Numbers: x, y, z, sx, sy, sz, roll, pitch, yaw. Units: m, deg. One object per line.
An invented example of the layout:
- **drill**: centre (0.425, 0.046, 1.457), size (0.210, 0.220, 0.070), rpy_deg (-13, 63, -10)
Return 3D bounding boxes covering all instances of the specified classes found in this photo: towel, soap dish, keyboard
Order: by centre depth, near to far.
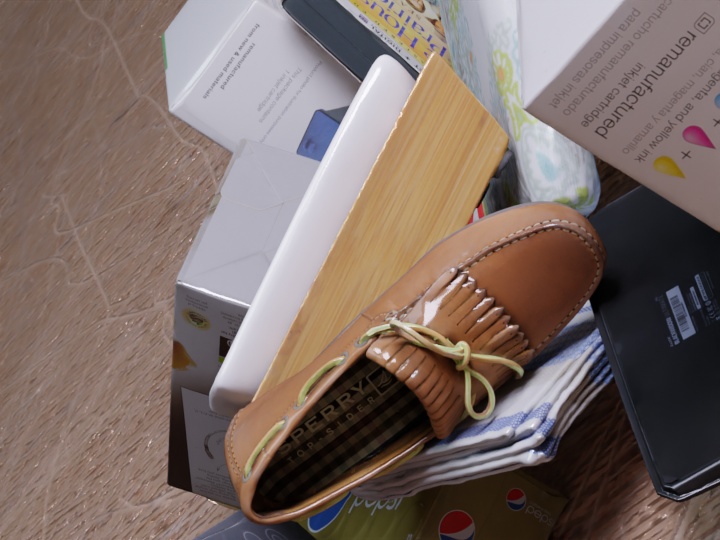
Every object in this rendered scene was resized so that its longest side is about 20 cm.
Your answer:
- **keyboard**: centre (0.164, 0.011, 1.191), size (0.127, 0.021, 0.200), rpy_deg (-30, 35, 13)
- **towel**: centre (0.089, 0.035, 1.294), size (0.147, 0.024, 0.200), rpy_deg (-19, 22, 51)
- **soap dish**: centre (0.000, 0.000, 1.361), size (0.201, 0.081, 0.157), rpy_deg (-63, 0, -8)
- **towel**: centre (0.082, -0.098, 1.407), size (0.200, 0.048, 0.172), rpy_deg (102, 155, -80)

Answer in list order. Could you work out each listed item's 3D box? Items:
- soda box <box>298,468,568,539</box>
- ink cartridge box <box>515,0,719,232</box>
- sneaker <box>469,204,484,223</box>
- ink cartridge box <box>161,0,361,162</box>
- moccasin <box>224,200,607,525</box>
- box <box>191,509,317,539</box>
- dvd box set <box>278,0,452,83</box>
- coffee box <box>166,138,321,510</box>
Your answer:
- **soda box**: centre (0.025, 0.126, 1.386), size (0.068, 0.064, 0.200), rpy_deg (-62, 19, -13)
- **ink cartridge box**: centre (0.183, -0.101, 1.098), size (0.147, 0.199, 0.145), rpy_deg (-48, 23, 30)
- **sneaker**: centre (0.029, 0.022, 1.507), size (0.201, 0.085, 0.077), rpy_deg (-62, 18, -8)
- **ink cartridge box**: centre (-0.012, -0.095, 1.622), size (0.088, 0.200, 0.145), rpy_deg (-51, 18, 14)
- **moccasin**: centre (0.024, 0.043, 1.224), size (0.201, 0.074, 0.078), rpy_deg (-32, 22, 7)
- **box**: centre (-0.076, 0.231, 1.348), size (0.200, 0.122, 0.106), rpy_deg (-54, -10, 17)
- **dvd box set**: centre (0.036, -0.147, 1.590), size (0.029, 0.146, 0.200), rpy_deg (-45, 7, 26)
- **coffee box**: centre (-0.056, 0.038, 1.575), size (0.201, 0.079, 0.115), rpy_deg (97, -167, -51)
